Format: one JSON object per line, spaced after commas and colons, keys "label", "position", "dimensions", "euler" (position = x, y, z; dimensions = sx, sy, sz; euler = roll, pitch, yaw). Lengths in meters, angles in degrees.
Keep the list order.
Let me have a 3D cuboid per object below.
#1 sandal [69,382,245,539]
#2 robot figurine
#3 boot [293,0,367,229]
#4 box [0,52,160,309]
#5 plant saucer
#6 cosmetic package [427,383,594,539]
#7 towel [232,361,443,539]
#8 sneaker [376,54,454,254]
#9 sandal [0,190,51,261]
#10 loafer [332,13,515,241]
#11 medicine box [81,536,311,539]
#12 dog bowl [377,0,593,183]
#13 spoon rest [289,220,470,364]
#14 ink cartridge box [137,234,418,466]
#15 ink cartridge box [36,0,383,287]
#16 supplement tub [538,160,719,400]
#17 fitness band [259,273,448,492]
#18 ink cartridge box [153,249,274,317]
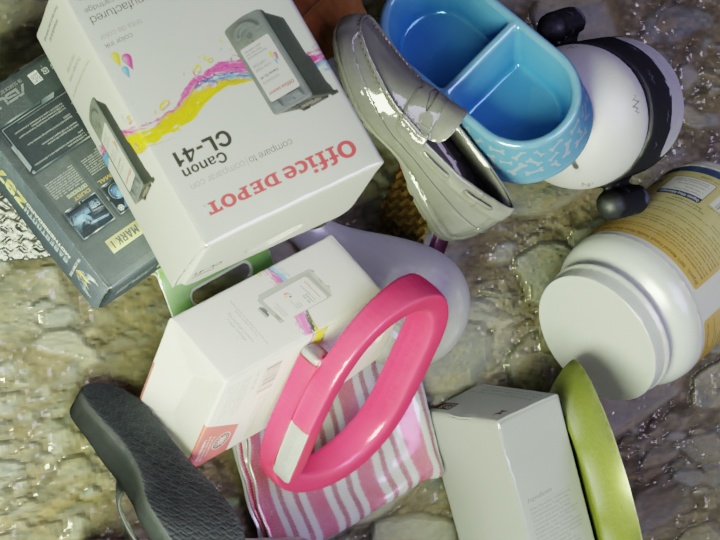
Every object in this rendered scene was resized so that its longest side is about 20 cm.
{"label": "sandal", "position": [-0.141, 0.155, 1.490], "dimensions": [0.076, 0.200, 0.043], "euler": [12, 117, -40]}
{"label": "robot figurine", "position": [0.196, -0.132, 1.797], "dimensions": [0.125, 0.150, 0.200], "euler": [-61, 164, 20]}
{"label": "boot", "position": [-0.041, -0.148, 1.626], "dimensions": [0.189, 0.068, 0.200], "euler": [60, 30, -12]}
{"label": "box", "position": [-0.146, -0.093, 1.455], "dimensions": [0.200, 0.051, 0.158], "euler": [-37, 85, -25]}
{"label": "plant saucer", "position": [0.192, 0.174, 1.790], "dimensions": [0.031, 0.200, 0.201], "euler": [-16, 102, -4]}
{"label": "cosmetic package", "position": [0.131, 0.199, 1.767], "dimensions": [0.074, 0.102, 0.201], "euler": [-22, 105, -33]}
{"label": "towel", "position": [-0.015, 0.129, 1.689], "dimensions": [0.200, 0.030, 0.147], "euler": [-24, 106, -39]}
{"label": "sneaker", "position": [0.075, -0.072, 1.740], "dimensions": [0.090, 0.075, 0.201], "euler": [17, 79, -34]}
{"label": "sandal", "position": [-0.211, -0.043, 1.486], "dimensions": [0.200, 0.048, 0.076], "euler": [5, 97, -15]}
{"label": "loafer", "position": [0.049, -0.113, 1.629], "dimensions": [0.200, 0.070, 0.070], "euler": [55, 34, -22]}
{"label": "medicine box", "position": [-0.102, 0.289, 1.547], "dimensions": [0.200, 0.103, 0.183], "euler": [4, 89, -35]}
{"label": "dog bowl", "position": [0.094, -0.157, 1.684], "dimensions": [0.200, 0.050, 0.111], "euler": [42, 78, 16]}
{"label": "spoon rest", "position": [0.000, 0.000, 1.665], "dimensions": [0.200, 0.061, 0.099], "euler": [37, 95, -21]}
{"label": "ink cartridge box", "position": [-0.059, 0.052, 1.574], "dimensions": [0.200, 0.117, 0.068], "euler": [-27, 66, -37]}
{"label": "ink cartridge box", "position": [-0.099, -0.113, 1.403], "dimensions": [0.147, 0.086, 0.200], "euler": [-26, 79, -25]}
{"label": "supplement tub", "position": [0.261, 0.009, 1.858], "dimensions": [0.200, 0.144, 0.145], "euler": [-36, 113, -36]}
{"label": "fitness band", "position": [-0.005, 0.086, 1.581], "dimensions": [0.143, 0.037, 0.200], "euler": [-23, 147, -48]}
{"label": "ink cartridge box", "position": [-0.140, -0.061, 1.560], "dimensions": [0.104, 0.059, 0.201], "euler": [-30, 109, -37]}
